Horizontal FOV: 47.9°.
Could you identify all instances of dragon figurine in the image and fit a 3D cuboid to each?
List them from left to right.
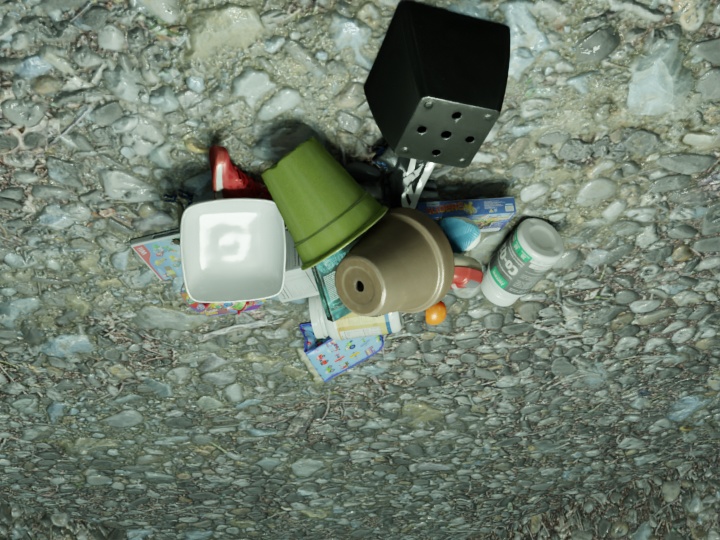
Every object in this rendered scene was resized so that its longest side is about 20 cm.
[{"bbox_3d":[-0.316,-0.081,1.628,0.200,0.100,0.059,36,148,-32],"label":"dragon figurine"}]

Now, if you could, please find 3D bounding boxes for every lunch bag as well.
[{"bbox_3d":[-0.033,0.181,2.057,0.198,0.095,0.151,-19,140,6],"label":"lunch bag"}]

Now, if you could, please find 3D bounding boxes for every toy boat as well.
[{"bbox_3d":[0.142,0.041,1.597,0.199,0.132,0.130,-6,168,37],"label":"toy boat"}]

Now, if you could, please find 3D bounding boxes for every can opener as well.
[{"bbox_3d":[0.061,-0.165,1.597,0.198,0.053,0.067,7,144,-16],"label":"can opener"}]

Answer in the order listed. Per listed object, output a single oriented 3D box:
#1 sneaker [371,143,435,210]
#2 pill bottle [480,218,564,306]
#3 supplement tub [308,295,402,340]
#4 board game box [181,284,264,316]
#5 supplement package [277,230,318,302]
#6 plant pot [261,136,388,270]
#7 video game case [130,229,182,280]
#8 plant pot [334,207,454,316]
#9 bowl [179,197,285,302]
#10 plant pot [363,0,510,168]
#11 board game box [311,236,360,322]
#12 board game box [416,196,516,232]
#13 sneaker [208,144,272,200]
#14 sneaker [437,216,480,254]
[{"bbox_3d":[0.063,-0.170,1.544,0.111,0.073,0.201,21,112,-6],"label":"sneaker"},{"bbox_3d":[0.351,-0.013,1.787,0.112,0.114,0.200,9,142,-18],"label":"pill bottle"},{"bbox_3d":[-0.010,0.082,1.859,0.198,0.146,0.145,-8,145,7],"label":"supplement tub"},{"bbox_3d":[-0.321,0.074,1.907,0.198,0.039,0.159,-8,144,7],"label":"board game box"},{"bbox_3d":[-0.096,-0.023,1.733,0.198,0.110,0.114,-12,144,10],"label":"supplement package"},{"bbox_3d":[-0.081,-0.136,1.496,0.199,0.200,0.191,-30,100,32],"label":"plant pot"},{"bbox_3d":[-0.376,-0.041,1.762,0.198,0.018,0.143,-12,144,11],"label":"video game case"},{"bbox_3d":[0.045,0.000,1.476,0.174,0.201,0.200,-26,169,-49],"label":"plant pot"},{"bbox_3d":[-0.247,-0.046,1.560,0.198,0.075,0.202,-4,108,-14],"label":"bowl"},{"bbox_3d":[0.132,-0.285,1.330,0.198,0.179,0.200,7,144,-17],"label":"plant pot"},{"bbox_3d":[0.000,0.000,1.637,0.199,0.028,0.136,-26,110,-27],"label":"board game box"},{"bbox_3d":[0.204,-0.108,1.659,0.198,0.035,0.135,-4,167,-6],"label":"board game box"},{"bbox_3d":[-0.227,-0.177,1.553,0.114,0.079,0.200,-7,158,-10],"label":"sneaker"},{"bbox_3d":[0.190,-0.065,1.621,0.080,0.077,0.200,-9,175,-23],"label":"sneaker"}]
